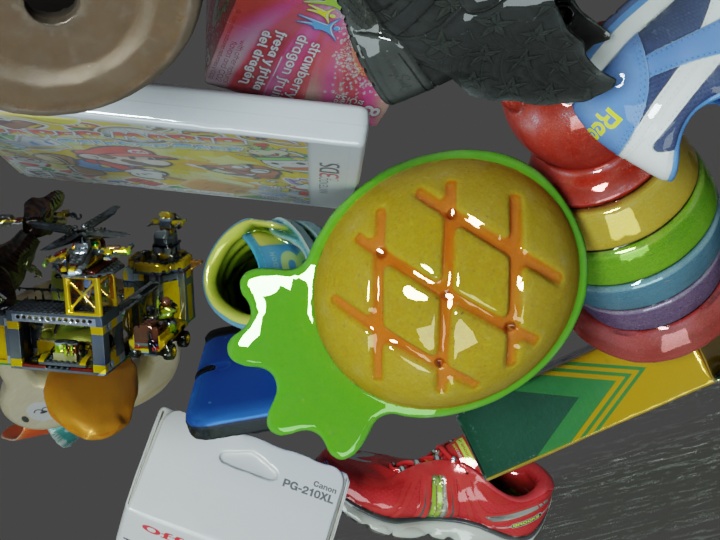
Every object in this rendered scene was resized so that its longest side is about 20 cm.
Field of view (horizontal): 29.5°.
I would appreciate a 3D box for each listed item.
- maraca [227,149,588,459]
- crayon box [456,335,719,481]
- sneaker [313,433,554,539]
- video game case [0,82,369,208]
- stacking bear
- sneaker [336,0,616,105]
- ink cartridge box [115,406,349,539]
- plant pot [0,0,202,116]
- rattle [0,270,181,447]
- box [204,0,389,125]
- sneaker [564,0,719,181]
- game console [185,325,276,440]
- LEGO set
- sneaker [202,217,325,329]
[{"bbox_3d":[0.026,0.018,0.736,0.199,0.138,0.107,-29,179,5],"label":"maraca"},{"bbox_3d":[0.176,0.067,0.906,0.199,0.052,0.126,-27,175,26],"label":"crayon box"},{"bbox_3d":[0.058,0.156,1.053,0.199,0.077,0.085,14,116,-21],"label":"sneaker"},{"bbox_3d":[-0.098,-0.065,0.717,0.199,0.023,0.182,6,173,-1],"label":"video game case"},{"bbox_3d":[0.142,-0.051,0.777,0.121,0.114,0.200,-27,128,8],"label":"stacking bear"},{"bbox_3d":[0.037,-0.131,0.561,0.104,0.060,0.200,-15,144,13],"label":"sneaker"},{"bbox_3d":[-0.104,0.198,1.015,0.144,0.085,0.200,20,147,-3],"label":"ink cartridge box"},{"bbox_3d":[-0.132,-0.162,0.550,0.199,0.175,0.201,-10,139,-9],"label":"plant pot"},{"bbox_3d":[-0.192,0.105,0.914,0.130,0.143,0.200,7,136,-41],"label":"rattle"},{"bbox_3d":[0.001,-0.176,0.624,0.095,0.100,0.200,13,136,-18],"label":"box"},{"bbox_3d":[0.188,-0.126,0.669,0.200,0.082,0.074,-41,176,5],"label":"sneaker"},{"bbox_3d":[0.001,0.088,0.917,0.199,0.171,0.119,-10,116,8],"label":"game console"},{"bbox_3d":[-0.191,-0.018,0.776,0.199,0.154,0.117,6,108,22],"label":"LEGO set"},{"bbox_3d":[0.000,0.000,0.811,0.199,0.080,0.131,-16,168,13],"label":"sneaker"}]
